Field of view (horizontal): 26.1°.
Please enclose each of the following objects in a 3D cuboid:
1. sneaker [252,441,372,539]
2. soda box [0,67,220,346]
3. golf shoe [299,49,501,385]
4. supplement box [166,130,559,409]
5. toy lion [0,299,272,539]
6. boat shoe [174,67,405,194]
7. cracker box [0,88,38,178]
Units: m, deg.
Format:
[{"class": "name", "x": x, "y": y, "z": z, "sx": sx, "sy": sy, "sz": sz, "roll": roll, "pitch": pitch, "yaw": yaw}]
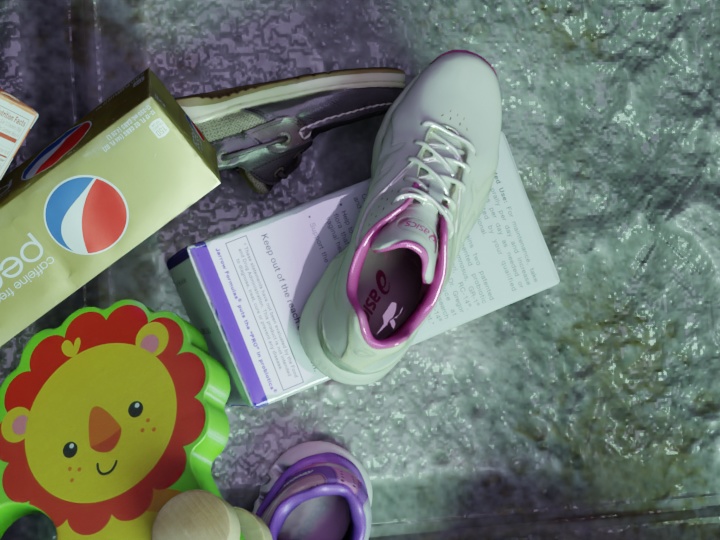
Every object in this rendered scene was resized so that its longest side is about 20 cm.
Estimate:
[{"class": "sneaker", "x": -0.050, "y": 0.194, "z": 0.907, "sx": 0.080, "sy": 0.088, "sz": 0.200, "roll": 28, "pitch": 81, "yaw": -11}, {"class": "soda box", "x": -0.176, "y": -0.023, "z": 0.865, "sx": 0.200, "sy": 0.068, "sz": 0.064, "roll": -37, "pitch": 111, "yaw": 6}, {"class": "golf shoe", "x": 0.035, "y": -0.032, "z": 0.840, "sx": 0.075, "sy": 0.092, "sz": 0.200, "roll": 23, "pitch": 79, "yaw": -9}, {"class": "supplement box", "x": 0.000, "y": 0.000, "z": 0.927, "sx": 0.200, "sy": 0.101, "sz": 0.103, "roll": -23, "pitch": 91, "yaw": -14}, {"class": "toy lion", "x": -0.153, "y": 0.122, "z": 0.872, "sx": 0.200, "sy": 0.069, "sz": 0.192, "roll": -37, "pitch": 62, "yaw": 5}, {"class": "boat shoe", "x": -0.067, "y": -0.078, "z": 0.937, "sx": 0.201, "sy": 0.072, "sz": 0.066, "roll": -12, "pitch": 94, "yaw": -9}, {"class": "cracker box", "x": -0.281, "y": -0.036, "z": 0.815, "sx": 0.134, "sy": 0.058, "sz": 0.200, "roll": 31, "pitch": 90, "yaw": 13}]
